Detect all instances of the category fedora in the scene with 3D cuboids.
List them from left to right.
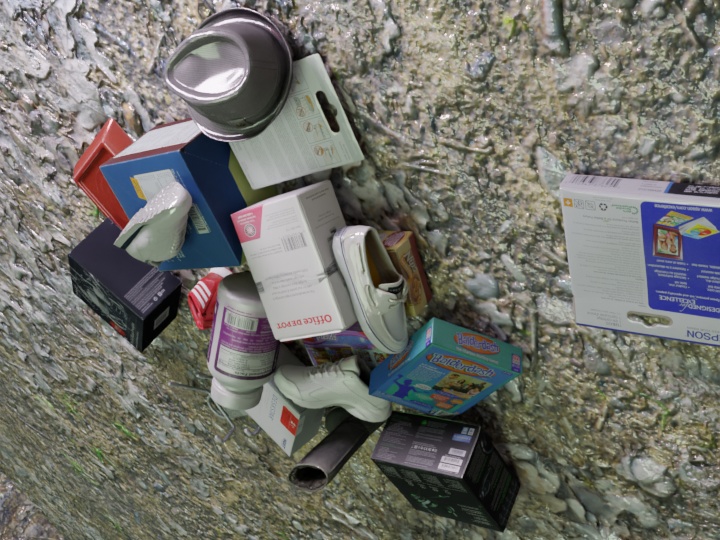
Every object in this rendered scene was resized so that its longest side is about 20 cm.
[{"bbox_3d":[-0.188,-0.261,1.192,0.198,0.090,0.179,7,98,29],"label":"fedora"}]

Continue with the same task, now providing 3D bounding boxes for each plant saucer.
[{"bbox_3d":[-0.417,-0.140,1.585,0.200,0.037,0.199,50,140,-8],"label":"plant saucer"}]

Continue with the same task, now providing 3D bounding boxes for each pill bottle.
[{"bbox_3d":[-0.181,0.114,1.417,0.112,0.112,0.202,23,116,22],"label":"pill bottle"}]

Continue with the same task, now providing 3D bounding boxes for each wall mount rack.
[{"bbox_3d":[-0.282,0.260,1.793,0.199,0.075,0.174,-21,110,47],"label":"wall mount rack"}]

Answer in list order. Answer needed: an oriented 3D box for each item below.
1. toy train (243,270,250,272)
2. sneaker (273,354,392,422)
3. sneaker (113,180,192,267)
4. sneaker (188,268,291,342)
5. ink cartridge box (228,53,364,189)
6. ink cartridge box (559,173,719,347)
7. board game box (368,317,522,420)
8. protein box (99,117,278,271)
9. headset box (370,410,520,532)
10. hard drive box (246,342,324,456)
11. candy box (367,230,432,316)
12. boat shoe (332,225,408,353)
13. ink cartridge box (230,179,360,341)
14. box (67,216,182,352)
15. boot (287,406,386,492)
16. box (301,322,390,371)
[{"bbox_3d":[-0.178,0.035,1.469,0.056,0.042,0.201,30,109,-4],"label":"toy train"},{"bbox_3d":[-0.037,0.169,1.435,0.198,0.078,0.100,12,122,-5],"label":"sneaker"},{"bbox_3d":[-0.284,-0.064,1.312,0.080,0.077,0.199,42,146,-16],"label":"sneaker"},{"bbox_3d":[-0.212,0.086,1.549,0.199,0.116,0.079,31,140,16],"label":"sneaker"},{"bbox_3d":[-0.102,-0.211,1.266,0.198,0.057,0.164,-13,116,26],"label":"ink cartridge box"},{"bbox_3d":[0.341,-0.012,1.061,0.196,0.047,0.201,9,131,33],"label":"ink cartridge box"},{"bbox_3d":[0.122,0.151,1.334,0.151,0.045,0.200,20,144,-18],"label":"board game box"},{"bbox_3d":[-0.255,-0.119,1.389,0.199,0.135,0.200,-3,123,41],"label":"protein box"},{"bbox_3d":[0.142,0.327,1.451,0.173,0.093,0.200,3,143,38],"label":"headset box"},{"bbox_3d":[-0.158,0.208,1.614,0.200,0.077,0.157,41,144,21],"label":"hard drive box"},{"bbox_3d":[0.000,0.000,1.344,0.199,0.055,0.116,5,126,37],"label":"candy box"},{"bbox_3d":[0.031,0.027,1.251,0.069,0.071,0.201,-6,113,43],"label":"boat shoe"},{"bbox_3d":[-0.084,-0.011,1.298,0.146,0.083,0.202,-12,102,40],"label":"ink cartridge box"},{"bbox_3d":[-0.436,0.031,1.666,0.182,0.104,0.200,41,154,4],"label":"box"},{"bbox_3d":[-0.053,0.304,1.542,0.073,0.200,0.182,48,140,-6],"label":"boot"},{"bbox_3d":[-0.002,0.140,1.482,0.199,0.039,0.138,3,127,38],"label":"box"}]
